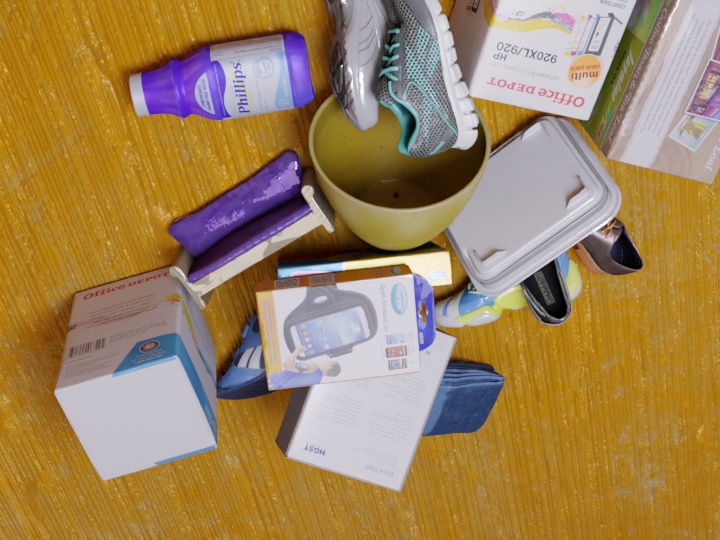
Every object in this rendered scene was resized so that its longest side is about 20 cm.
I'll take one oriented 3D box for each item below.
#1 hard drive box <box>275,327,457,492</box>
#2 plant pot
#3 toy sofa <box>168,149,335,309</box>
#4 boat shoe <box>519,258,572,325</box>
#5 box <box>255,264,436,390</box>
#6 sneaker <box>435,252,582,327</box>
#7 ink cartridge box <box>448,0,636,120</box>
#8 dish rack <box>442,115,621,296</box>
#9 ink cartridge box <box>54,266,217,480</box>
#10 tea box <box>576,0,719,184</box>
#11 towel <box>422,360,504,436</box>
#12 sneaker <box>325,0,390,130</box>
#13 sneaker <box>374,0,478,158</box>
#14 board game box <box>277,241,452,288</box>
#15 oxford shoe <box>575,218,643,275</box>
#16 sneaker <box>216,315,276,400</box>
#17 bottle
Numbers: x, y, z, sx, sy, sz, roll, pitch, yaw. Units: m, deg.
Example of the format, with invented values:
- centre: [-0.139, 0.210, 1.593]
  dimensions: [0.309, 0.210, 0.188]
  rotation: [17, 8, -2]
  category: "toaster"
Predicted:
- centre: [0.005, 0.145, 1.216]
  dimensions: [0.155, 0.077, 0.201]
  rotation: [21, 90, -17]
  category: "hard drive box"
- centre: [0.042, -0.105, 1.151]
  dimensions: [0.199, 0.201, 0.142]
  rotation: [-6, 146, -4]
  category: "plant pot"
- centre: [-0.134, -0.050, 1.192]
  dimensions: [0.199, 0.083, 0.098]
  rotation: [-30, 108, 10]
  category: "toy sofa"
- centre: [0.203, -0.028, 1.220]
  dimensions: [0.070, 0.064, 0.201]
  rotation: [-29, 83, 3]
  category: "boat shoe"
- centre: [-0.013, 0.063, 1.126]
  dimensions: [0.199, 0.042, 0.120]
  rotation: [-6, 108, -1]
  category: "box"
- centre: [0.180, 0.005, 1.296]
  dimensions: [0.199, 0.076, 0.106]
  rotation: [-14, 101, 3]
  category: "sneaker"
- centre: [0.194, -0.288, 1.071]
  dimensions: [0.146, 0.145, 0.201]
  rotation: [10, 119, -14]
  category: "ink cartridge box"
- centre: [0.185, -0.084, 1.174]
  dimensions: [0.200, 0.172, 0.043]
  rotation: [-37, 143, 15]
  category: "dish rack"
- centre: [-0.263, 0.117, 1.214]
  dimensions: [0.146, 0.200, 0.147]
  rotation: [-16, 123, 2]
  category: "ink cartridge box"
- centre: [0.333, -0.234, 1.092]
  dimensions: [0.133, 0.197, 0.201]
  rotation: [11, 118, -14]
  category: "tea box"
- centre: [0.096, 0.176, 1.346]
  dimensions: [0.199, 0.049, 0.112]
  rotation: [3, 119, -34]
  category: "towel"
- centre: [0.017, -0.253, 1.080]
  dimensions: [0.099, 0.078, 0.201]
  rotation: [-5, 95, -16]
  category: "sneaker"
- centre: [0.051, -0.207, 1.033]
  dimensions: [0.091, 0.078, 0.201]
  rotation: [-25, 102, -16]
  category: "sneaker"
- centre: [0.000, 0.000, 1.209]
  dimensions: [0.199, 0.153, 0.041]
  rotation: [-6, 96, -4]
  category: "board game box"
- centre: [0.286, -0.066, 1.244]
  dimensions: [0.200, 0.073, 0.072]
  rotation: [41, 73, -32]
  category: "oxford shoe"
- centre: [-0.123, 0.105, 1.307]
  dimensions: [0.200, 0.083, 0.074]
  rotation: [-37, 151, 31]
  category: "sneaker"
- centre: [-0.154, -0.211, 1.115]
  dimensions: [0.199, 0.065, 0.084]
  rotation: [-9, 122, -2]
  category: "bottle"
